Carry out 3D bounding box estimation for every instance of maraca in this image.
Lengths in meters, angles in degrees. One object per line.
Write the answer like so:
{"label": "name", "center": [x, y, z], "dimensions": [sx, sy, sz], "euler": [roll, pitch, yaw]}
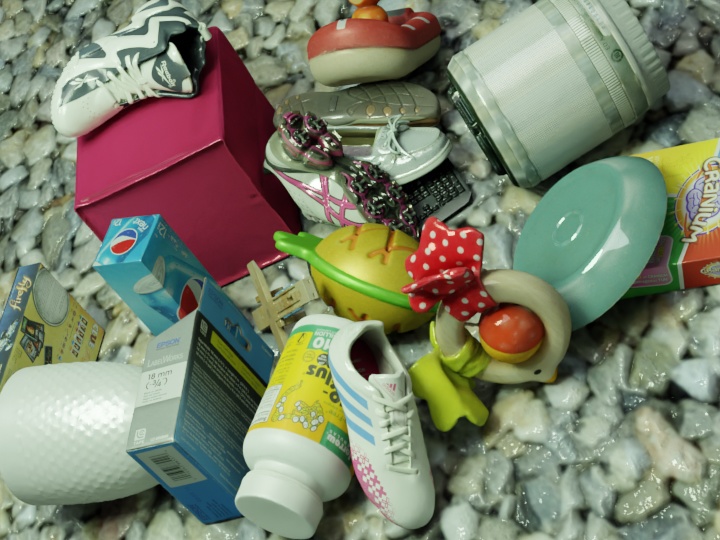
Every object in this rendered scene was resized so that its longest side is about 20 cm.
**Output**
{"label": "maraca", "center": [0.000, 0.000, 1.698], "dimensions": [0.199, 0.137, 0.108], "euler": [25, 100, 30]}

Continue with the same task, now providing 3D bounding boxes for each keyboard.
{"label": "keyboard", "center": [0.020, -0.060, 1.808], "dimensions": [0.199, 0.040, 0.104], "euler": [-34, 43, 2]}

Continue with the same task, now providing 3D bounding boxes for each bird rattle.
{"label": "bird rattle", "center": [0.118, 0.044, 1.549], "dimensions": [0.161, 0.202, 0.113], "euler": [3, 31, 2]}

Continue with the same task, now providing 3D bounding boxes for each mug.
{"label": "mug", "center": [-0.263, 0.158, 1.746], "dimensions": [0.173, 0.149, 0.200], "euler": [-6, 20, 22]}

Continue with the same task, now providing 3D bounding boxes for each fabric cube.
{"label": "fabric cube", "center": [-0.198, -0.116, 1.885], "dimensions": [0.194, 0.200, 0.201], "euler": [-22, 44, 15]}

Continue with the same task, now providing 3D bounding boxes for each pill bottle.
{"label": "pill bottle", "center": [-0.048, 0.154, 1.610], "dimensions": [0.112, 0.113, 0.201], "euler": [1, 54, 34]}

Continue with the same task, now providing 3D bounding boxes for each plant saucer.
{"label": "plant saucer", "center": [0.212, -0.034, 1.603], "dimensions": [0.200, 0.036, 0.201], "euler": [-41, 31, 30]}

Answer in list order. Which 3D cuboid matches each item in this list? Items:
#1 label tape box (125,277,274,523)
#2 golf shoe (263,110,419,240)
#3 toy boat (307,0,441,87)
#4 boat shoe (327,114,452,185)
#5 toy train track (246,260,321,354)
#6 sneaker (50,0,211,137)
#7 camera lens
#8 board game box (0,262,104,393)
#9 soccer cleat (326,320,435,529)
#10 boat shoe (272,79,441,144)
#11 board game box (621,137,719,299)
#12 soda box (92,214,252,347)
{"label": "label tape box", "center": [-0.160, 0.133, 1.681], "dimensions": [0.063, 0.144, 0.202], "euler": [-15, 46, 25]}
{"label": "golf shoe", "center": [-0.021, -0.082, 1.786], "dimensions": [0.200, 0.092, 0.072], "euler": [43, 43, 10]}
{"label": "toy boat", "center": [0.010, -0.289, 1.896], "dimensions": [0.129, 0.132, 0.200], "euler": [-6, 15, 21]}
{"label": "boat shoe", "center": [0.004, -0.135, 1.825], "dimensions": [0.200, 0.065, 0.075], "euler": [-1, 38, 29]}
{"label": "toy train track", "center": [-0.072, 0.033, 1.719], "dimensions": [0.032, 0.116, 0.200], "euler": [-20, -4, -20]}
{"label": "sneaker", "center": [-0.241, -0.212, 1.790], "dimensions": [0.199, 0.080, 0.129], "euler": [-40, 34, -19]}
{"label": "camera lens", "center": [0.201, -0.195, 1.713], "dimensions": [0.199, 0.160, 0.161], "euler": [-32, 42, 5]}
{"label": "board game box", "center": [-0.359, 0.113, 1.840], "dimensions": [0.034, 0.136, 0.202], "euler": [-11, 48, 26]}
{"label": "soccer cleat", "center": [0.023, 0.141, 1.533], "dimensions": [0.069, 0.086, 0.202], "euler": [-16, 78, -29]}
{"label": "boat shoe", "center": [0.000, -0.169, 1.895], "dimensions": [0.198, 0.072, 0.076], "euler": [-2, 42, 19]}
{"label": "board game box", "center": [0.331, -0.056, 1.592], "dimensions": [0.198, 0.040, 0.154], "euler": [-11, 49, 27]}
{"label": "soda box", "center": [-0.198, 0.028, 1.755], "dimensions": [0.067, 0.200, 0.065], "euler": [-5, 51, 31]}
